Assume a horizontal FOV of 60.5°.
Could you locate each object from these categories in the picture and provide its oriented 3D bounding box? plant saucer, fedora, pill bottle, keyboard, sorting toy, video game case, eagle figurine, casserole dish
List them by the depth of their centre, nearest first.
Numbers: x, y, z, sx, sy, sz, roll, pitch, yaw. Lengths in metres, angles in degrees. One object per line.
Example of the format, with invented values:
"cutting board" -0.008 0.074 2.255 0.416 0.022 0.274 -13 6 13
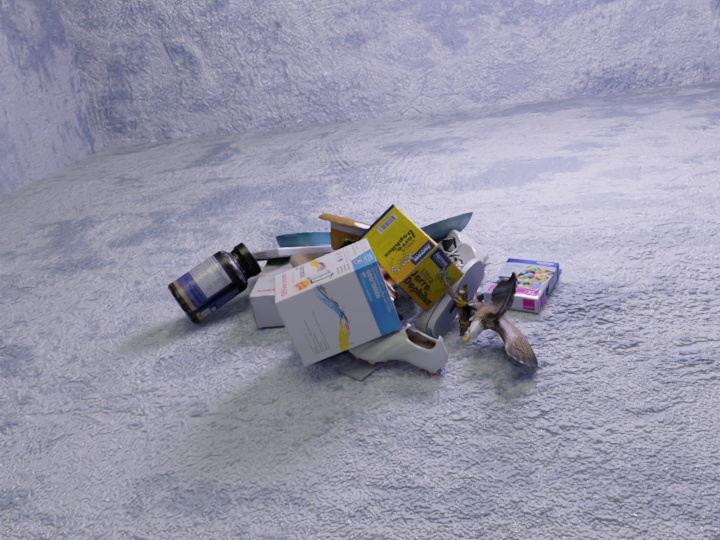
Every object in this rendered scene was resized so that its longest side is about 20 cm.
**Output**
"eagle figurine" 0.249 0.088 1.135 0.200 0.151 0.152 1 66 56
"keyboard" 0.048 0.156 1.214 0.056 0.011 0.200 20 39 39
"sorting toy" -0.038 0.024 1.385 0.199 0.037 0.185 -2 36 -40
"pill bottle" -0.337 0.025 1.446 0.200 0.112 0.112 -36 32 -14
"fedora" -0.013 -0.077 1.459 0.199 0.082 0.201 14 4 -1
"video game case" -0.183 -0.043 1.566 0.199 0.023 0.181 -6 0 -44
"plant saucer" 0.202 -0.100 1.596 0.200 0.039 0.201 -20 -3 -1
"casserole dish" -0.133 -0.077 1.613 0.121 0.039 0.200 -5 0 32

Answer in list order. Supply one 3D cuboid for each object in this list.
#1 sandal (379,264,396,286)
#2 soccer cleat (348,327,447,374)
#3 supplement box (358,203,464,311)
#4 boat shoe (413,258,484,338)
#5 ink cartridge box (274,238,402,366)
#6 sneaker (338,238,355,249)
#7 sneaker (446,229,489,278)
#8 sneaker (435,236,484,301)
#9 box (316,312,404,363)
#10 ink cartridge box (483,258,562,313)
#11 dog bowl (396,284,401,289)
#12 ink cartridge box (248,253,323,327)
"sandal" 0.042 -0.017 1.516 0.079 0.060 0.207 -10 26 0
"soccer cleat" 0.067 0.137 1.150 0.199 0.078 0.069 7 31 25
"supplement box" 0.099 -0.030 1.265 0.110 0.109 0.200 -44 37 4
"boat shoe" 0.175 0.048 1.276 0.086 0.075 0.202 18 62 41
"ink cartridge box" -0.047 0.057 1.172 0.199 0.145 0.147 -22 21 1
"sneaker" 0.000 0.000 1.323 0.071 0.083 0.200 -1 35 -38
"sneaker" 0.271 -0.031 1.465 0.088 0.075 0.200 16 28 -19
"sneaker" 0.203 -0.006 1.367 0.075 0.116 0.200 -16 26 -17
"box" -0.017 0.122 1.267 0.199 0.033 0.121 -19 22 -13
"ink cartridge box" 0.358 0.022 1.347 0.119 0.042 0.200 7 28 31
"dog bowl" 0.119 -0.019 1.414 0.049 0.112 0.200 21 25 -14
"ink cartridge box" -0.160 0.044 1.429 0.144 0.084 0.200 -6 25 7
